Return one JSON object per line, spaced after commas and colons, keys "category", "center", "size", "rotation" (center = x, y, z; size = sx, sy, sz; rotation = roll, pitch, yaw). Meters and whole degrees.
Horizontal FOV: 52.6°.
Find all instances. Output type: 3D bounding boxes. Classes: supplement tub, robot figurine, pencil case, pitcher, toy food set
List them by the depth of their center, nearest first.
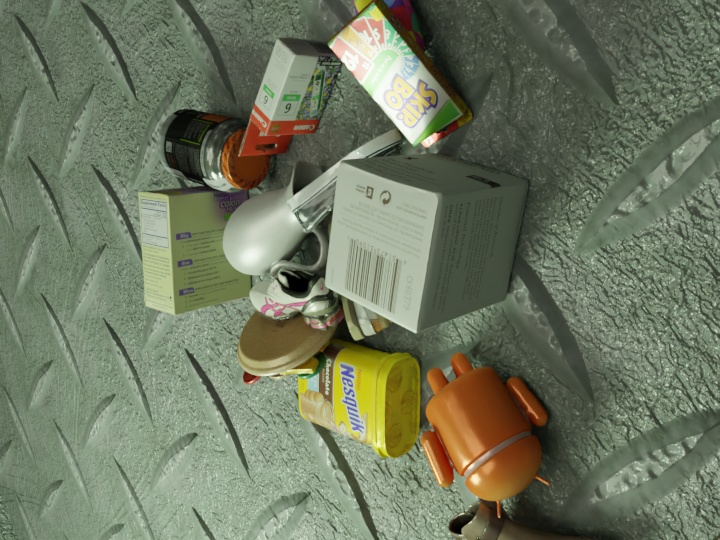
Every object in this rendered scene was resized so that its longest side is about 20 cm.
{"category": "robot figurine", "center": [0.159, 0.212, 0.955], "size": [0.202, 0.141, 0.118], "rotation": [59, 141, 25]}
{"category": "pencil case", "center": [0.025, -0.373, 0.992], "size": [0.087, 0.087, 0.205], "rotation": [-20, 84, 43]}
{"category": "toy food set", "center": [-0.116, 0.100, 1.170], "size": [0.196, 0.200, 0.049], "rotation": [-5, 130, 33]}
{"category": "pitcher", "center": [-0.130, -0.052, 1.175], "size": [0.198, 0.120, 0.176], "rotation": [-32, 62, 34]}
{"category": "supplement tub", "center": [-0.253, -0.207, 1.263], "size": [0.197, 0.121, 0.126], "rotation": [20, 112, 40]}

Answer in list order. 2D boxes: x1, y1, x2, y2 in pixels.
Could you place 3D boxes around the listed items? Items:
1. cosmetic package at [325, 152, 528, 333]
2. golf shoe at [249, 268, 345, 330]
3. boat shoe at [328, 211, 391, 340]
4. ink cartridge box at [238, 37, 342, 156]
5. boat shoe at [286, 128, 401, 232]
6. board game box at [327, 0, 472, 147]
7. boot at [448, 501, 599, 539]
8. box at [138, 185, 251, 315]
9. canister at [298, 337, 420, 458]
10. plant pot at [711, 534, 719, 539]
{"category": "cosmetic package", "center": [0.084, -0.046, 0.922], "size": [0.163, 0.197, 0.170], "rotation": [24, 115, 37]}
{"category": "golf shoe", "center": [-0.108, 0.029, 1.127], "size": [0.197, 0.073, 0.093], "rotation": [4, 132, 43]}
{"category": "boat shoe", "center": [0.000, 0.000, 1.106], "size": [0.067, 0.075, 0.205], "rotation": [-17, 73, 10]}
{"category": "ink cartridge box", "center": [-0.109, -0.252, 1.125], "size": [0.050, 0.107, 0.203], "rotation": [44, 126, 26]}
{"category": "boat shoe", "center": [-0.014, -0.128, 1.061], "size": [0.198, 0.072, 0.069], "rotation": [-35, 93, 11]}
{"category": "board game box", "center": [0.054, -0.249, 0.954], "size": [0.200, 0.030, 0.095], "rotation": [44, 137, -21]}
{"category": "boot", "center": [0.206, 0.353, 0.945], "size": [0.145, 0.071, 0.200], "rotation": [37, 137, -4]}
{"category": "box", "center": [-0.292, -0.043, 1.297], "size": [0.095, 0.174, 0.206], "rotation": [11, 106, 40]}
{"category": "canister", "center": [-0.007, 0.190, 1.139], "size": [0.197, 0.085, 0.153], "rotation": [10, 105, 43]}
{"category": "plant pot", "center": [0.453, 0.270, 0.653], "size": [0.201, 0.175, 0.202], "rotation": [50, 129, 23]}
